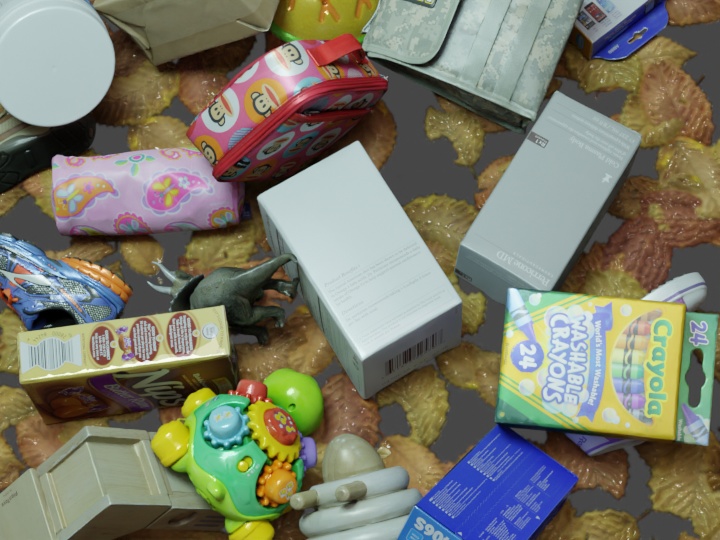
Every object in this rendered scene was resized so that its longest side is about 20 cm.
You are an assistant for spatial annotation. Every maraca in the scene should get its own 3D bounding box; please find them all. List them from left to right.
[{"bbox_3d":[-0.015,-0.296,1.809,0.198,0.107,0.138,-16,72,-17],"label":"maraca"}]

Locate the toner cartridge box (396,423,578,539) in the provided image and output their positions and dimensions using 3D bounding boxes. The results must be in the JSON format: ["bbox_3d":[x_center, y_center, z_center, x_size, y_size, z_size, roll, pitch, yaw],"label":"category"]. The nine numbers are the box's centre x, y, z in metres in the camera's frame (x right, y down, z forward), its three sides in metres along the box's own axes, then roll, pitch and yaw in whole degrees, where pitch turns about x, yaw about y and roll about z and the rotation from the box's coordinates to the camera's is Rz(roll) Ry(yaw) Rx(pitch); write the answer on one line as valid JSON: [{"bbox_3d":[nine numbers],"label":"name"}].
[{"bbox_3d":[0.118,0.213,1.549,0.095,0.043,0.200,34,29,14],"label":"toner cartridge box"}]

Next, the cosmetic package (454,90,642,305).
[{"bbox_3d":[0.185,-0.062,1.710,0.106,0.090,0.201,28,68,10],"label":"cosmetic package"}]

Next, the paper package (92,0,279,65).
[{"bbox_3d":[-0.155,-0.333,1.774,0.189,0.103,0.202,-11,50,42],"label":"paper package"}]

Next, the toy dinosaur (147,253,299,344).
[{"bbox_3d":[-0.123,0.027,1.658,0.101,0.199,0.078,7,81,-30],"label":"toy dinosaur"}]

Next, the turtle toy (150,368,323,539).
[{"bbox_3d":[-0.095,0.158,1.595,0.101,0.200,0.146,-39,95,26],"label":"turtle toy"}]

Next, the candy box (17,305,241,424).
[{"bbox_3d":[-0.217,0.091,1.641,0.197,0.117,0.057,-9,66,-1],"label":"candy box"}]

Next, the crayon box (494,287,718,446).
[{"bbox_3d":[0.229,0.089,1.595,0.197,0.052,0.127,5,82,9],"label":"crayon box"}]

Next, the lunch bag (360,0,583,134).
[{"bbox_3d":[0.113,-0.258,1.749,0.198,0.118,0.166,24,86,2],"label":"lunch bag"}]

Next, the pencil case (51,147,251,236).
[{"bbox_3d":[-0.212,-0.082,1.736,0.197,0.088,0.088,-5,66,0],"label":"pencil case"}]

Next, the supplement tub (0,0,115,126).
[{"bbox_3d":[-0.333,-0.245,1.743,0.131,0.133,0.200,-27,38,-9],"label":"supplement tub"}]

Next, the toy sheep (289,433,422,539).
[{"bbox_3d":[0.006,0.247,1.559,0.136,0.138,0.203,-10,86,-2],"label":"toy sheep"}]

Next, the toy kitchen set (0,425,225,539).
[{"bbox_3d":[-0.229,0.270,1.590,0.200,0.179,0.165,-38,60,29],"label":"toy kitchen set"}]

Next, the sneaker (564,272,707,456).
[{"bbox_3d":[0.275,0.098,1.651,0.200,0.073,0.115,-39,74,-3],"label":"sneaker"}]

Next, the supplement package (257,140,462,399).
[{"bbox_3d":[0.000,0.000,1.672,0.116,0.118,0.201,-29,69,-9],"label":"supplement package"}]

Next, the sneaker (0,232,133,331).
[{"bbox_3d":[-0.328,0.017,1.703,0.198,0.075,0.079,16,71,10],"label":"sneaker"}]

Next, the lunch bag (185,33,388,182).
[{"bbox_3d":[-0.061,-0.166,1.680,0.176,0.200,0.082,-40,80,25],"label":"lunch bag"}]

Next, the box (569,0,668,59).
[{"bbox_3d":[0.239,-0.317,1.843,0.119,0.042,0.200,-38,68,-13],"label":"box"}]

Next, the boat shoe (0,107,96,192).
[{"bbox_3d":[-0.373,-0.131,1.772,0.198,0.076,0.074,-22,62,-16],"label":"boat shoe"}]
